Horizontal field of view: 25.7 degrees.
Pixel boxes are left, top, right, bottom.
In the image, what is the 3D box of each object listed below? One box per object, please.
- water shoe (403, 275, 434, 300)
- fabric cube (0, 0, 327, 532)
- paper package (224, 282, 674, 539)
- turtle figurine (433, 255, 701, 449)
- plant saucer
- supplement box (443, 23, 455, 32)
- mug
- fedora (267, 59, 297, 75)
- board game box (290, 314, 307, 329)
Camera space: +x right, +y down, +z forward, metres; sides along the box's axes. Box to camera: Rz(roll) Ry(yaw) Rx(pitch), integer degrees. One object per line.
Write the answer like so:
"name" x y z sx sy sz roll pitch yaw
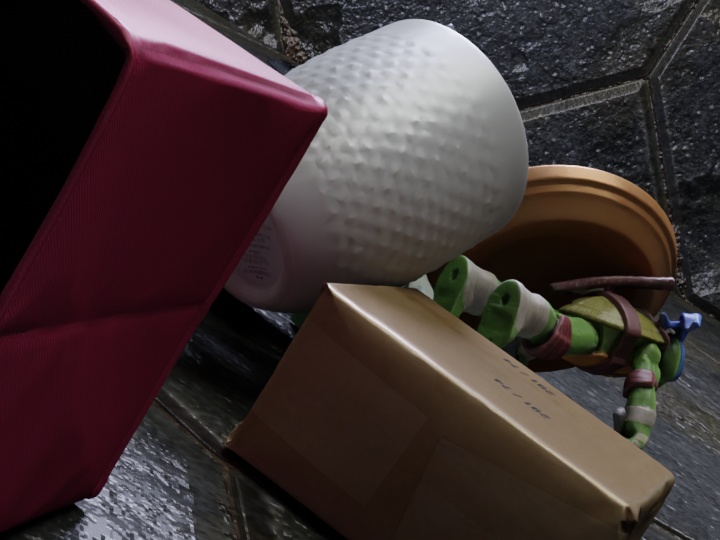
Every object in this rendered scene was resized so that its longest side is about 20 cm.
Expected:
"water shoe" 0.000 0.000 1.108 0.078 0.072 0.200 25 9 -14
"fabric cube" -0.159 -0.035 0.561 0.196 0.201 0.199 33 9 12
"paper package" 0.057 0.104 0.852 0.199 0.104 0.190 35 8 16
"turtle figurine" 0.133 0.081 1.105 0.193 0.200 0.145 27 34 -32
"plant saucer" 0.137 0.009 1.163 0.199 0.200 0.038 27 37 -27
"supplement box" -0.018 -0.081 1.107 0.110 0.199 0.109 68 -15 1
"mug" -0.028 -0.061 0.957 0.199 0.149 0.175 24 40 39
"fedora" -0.052 -0.171 1.886 0.200 0.092 0.201 32 10 -6
"board game box" 0.046 0.090 1.104 0.134 0.029 0.200 25 12 -36
